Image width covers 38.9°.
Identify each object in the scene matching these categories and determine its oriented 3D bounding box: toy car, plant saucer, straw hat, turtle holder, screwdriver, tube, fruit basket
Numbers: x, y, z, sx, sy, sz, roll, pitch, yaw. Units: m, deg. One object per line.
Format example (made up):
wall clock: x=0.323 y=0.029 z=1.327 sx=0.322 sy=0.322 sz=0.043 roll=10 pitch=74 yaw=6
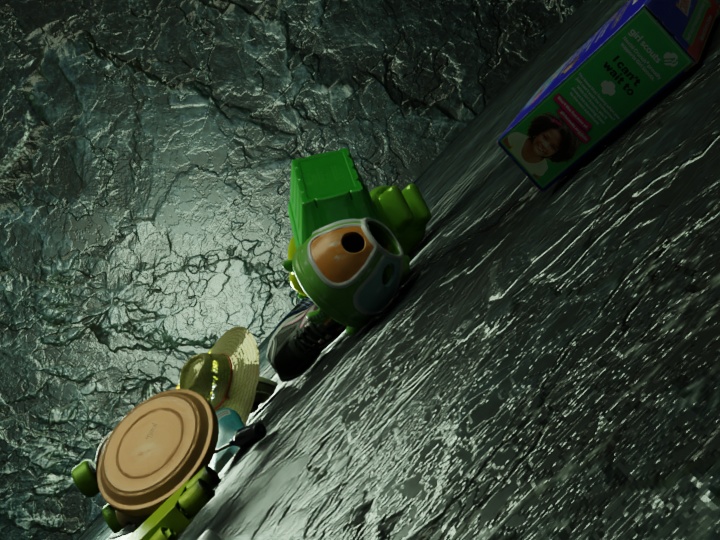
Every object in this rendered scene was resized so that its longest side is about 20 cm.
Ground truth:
toy car: x=-0.331 y=0.330 z=1.520 sx=0.164 sy=0.159 sz=0.200 roll=-35 pitch=15 yaw=-3
plant saucer: x=-0.297 y=0.256 z=1.473 sx=0.198 sy=0.032 sz=0.202 roll=-17 pitch=43 yaw=17
straw hat: x=-0.254 y=0.184 z=1.691 sx=0.200 sy=0.084 sz=0.204 roll=-20 pitch=64 yaw=48
turtle holder: x=0.000 y=0.006 z=1.376 sx=0.132 sy=0.185 sz=0.142 roll=-42 pitch=37 yaw=20
screwdriver: x=-0.189 y=0.244 z=1.440 sx=0.199 sy=0.028 sz=0.029 roll=-26 pitch=61 yaw=50
tube: x=-0.199 y=0.252 z=1.539 sx=0.078 sy=0.050 sz=0.200 roll=-56 pitch=10 yaw=-2
fruit basket: x=-0.044 y=-0.054 z=1.538 sx=0.154 sy=0.218 sz=0.216 roll=-13 pitch=3 yaw=-3

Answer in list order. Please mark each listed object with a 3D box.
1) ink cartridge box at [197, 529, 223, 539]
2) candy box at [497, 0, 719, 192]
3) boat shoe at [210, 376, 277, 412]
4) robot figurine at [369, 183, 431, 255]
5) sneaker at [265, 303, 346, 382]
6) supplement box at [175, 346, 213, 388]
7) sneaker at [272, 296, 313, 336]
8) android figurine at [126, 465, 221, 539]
ink cartridge box: x=-0.167 y=0.298 z=0.737 sx=0.161 sy=0.050 sz=0.200 roll=-45 pitch=9 yaw=14
candy box: x=0.245 y=-0.192 z=1.000 sx=0.200 sy=0.077 sz=0.169 roll=-45 pitch=3 yaw=39
boat shoe: x=-0.203 y=0.220 z=1.745 sx=0.201 sy=0.072 sz=0.061 roll=-23 pitch=48 yaw=56
robot figurine: x=0.029 y=-0.059 z=1.681 sx=0.174 sy=0.117 sz=0.200 roll=-12 pitch=-23 yaw=-43
sneaker: x=-0.063 y=0.081 z=1.545 sx=0.200 sy=0.080 sz=0.086 roll=-49 pitch=6 yaw=-19
supplement box: x=-0.503 y=0.346 z=3.386 sx=0.200 sy=0.109 sz=0.110 roll=-47 pitch=4 yaw=3
sneaker: x=-0.082 y=0.076 z=1.933 sx=0.200 sy=0.070 sz=0.078 roll=-40 pitch=0 yaw=7
android figurine: x=-0.262 y=0.341 z=1.319 sx=0.200 sy=0.041 sz=0.182 roll=-46 pitch=4 yaw=1
